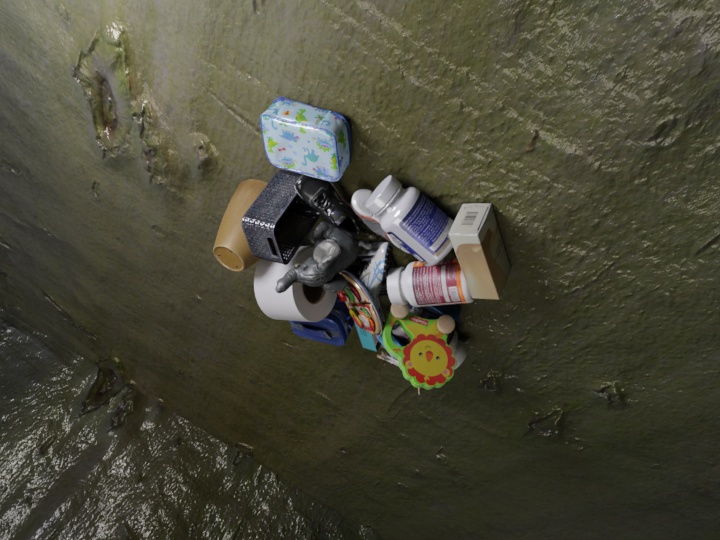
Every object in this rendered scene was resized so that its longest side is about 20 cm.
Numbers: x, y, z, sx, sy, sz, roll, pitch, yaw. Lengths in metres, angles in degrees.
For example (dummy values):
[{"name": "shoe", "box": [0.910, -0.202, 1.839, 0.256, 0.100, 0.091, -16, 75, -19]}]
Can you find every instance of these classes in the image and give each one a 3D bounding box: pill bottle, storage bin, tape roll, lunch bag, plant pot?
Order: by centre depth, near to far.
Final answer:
[{"name": "lunch bag", "box": [-0.120, -0.286, 1.488, 0.198, 0.083, 0.162, 17, 142, 19]}, {"name": "pill bottle", "box": [0.114, -0.114, 1.496, 0.199, 0.120, 0.119, 39, 144, -13]}, {"name": "pill bottle", "box": [0.170, 0.030, 1.606, 0.198, 0.110, 0.110, -6, 133, 22]}, {"name": "storage bin", "box": [-0.188, -0.130, 1.623, 0.093, 0.201, 0.136, 13, 142, 22]}, {"name": "plant pot", "box": [-0.291, -0.101, 1.740, 0.185, 0.201, 0.187, 20, 143, 16]}, {"name": "pill bottle", "box": [0.190, 0.179, 1.807, 0.199, 0.113, 0.112, 37, 145, -8]}, {"name": "tape roll", "box": [-0.172, 0.035, 1.818, 0.138, 0.204, 0.204, 0, 135, 35]}, {"name": "lunch bag", "box": [-0.108, 0.137, 1.954, 0.198, 0.133, 0.137, 10, 142, 27]}]

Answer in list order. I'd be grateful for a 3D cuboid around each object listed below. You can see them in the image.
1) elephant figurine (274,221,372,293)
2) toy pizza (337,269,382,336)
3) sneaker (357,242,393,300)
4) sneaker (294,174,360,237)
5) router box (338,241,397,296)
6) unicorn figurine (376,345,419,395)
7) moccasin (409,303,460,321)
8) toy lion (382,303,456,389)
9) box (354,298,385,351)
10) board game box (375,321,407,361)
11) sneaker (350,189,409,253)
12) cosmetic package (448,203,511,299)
[{"name": "elephant figurine", "box": [-0.088, -0.009, 1.622, 0.141, 0.201, 0.155, 40, 131, -18]}, {"name": "toy pizza", "box": [-0.011, 0.087, 1.719, 0.201, 0.032, 0.201, 50, 160, 25]}, {"name": "sneaker", "box": [0.031, 0.002, 1.654, 0.072, 0.072, 0.201, 24, 139, 2]}, {"name": "sneaker", "box": [-0.067, -0.153, 1.574, 0.199, 0.076, 0.088, 37, -167, -36]}, {"name": "router box", "box": [0.000, 0.000, 1.770, 0.198, 0.051, 0.150, -2, 134, 33]}, {"name": "unicorn figurine", "box": [0.122, 0.268, 1.971, 0.136, 0.074, 0.200, 29, -172, -6]}, {"name": "moccasin", "box": [0.165, 0.081, 1.733, 0.200, 0.081, 0.068, 40, 145, -12]}, {"name": "toy lion", "box": [0.146, 0.193, 1.675, 0.198, 0.193, 0.069, 19, 155, -2]}, {"name": "box", "box": [0.024, 0.133, 1.899, 0.049, 0.083, 0.201, 12, 141, 26]}, {"name": "board game box", "box": [0.133, 0.226, 1.852, 0.199, 0.040, 0.153, 34, -172, -34]}, {"name": "sneaker", "box": [0.058, -0.116, 1.594, 0.200, 0.077, 0.082, 42, 163, -7]}, {"name": "cosmetic package", "box": [0.268, -0.040, 1.488, 0.070, 0.106, 0.201, 3, 138, 33]}]
